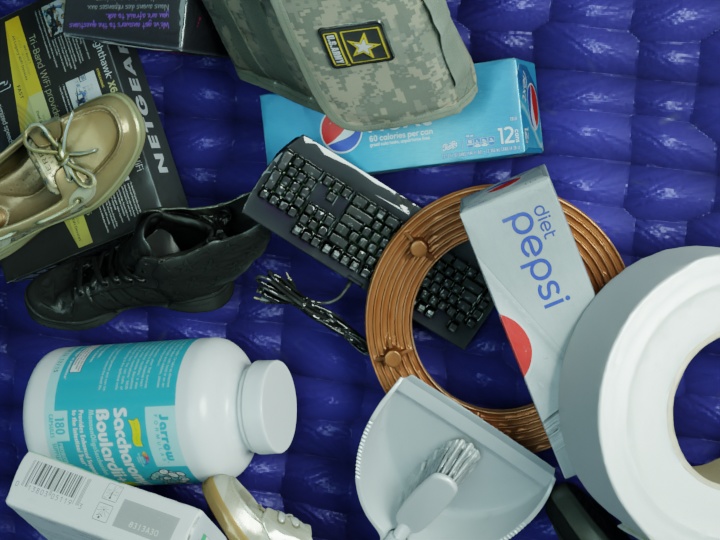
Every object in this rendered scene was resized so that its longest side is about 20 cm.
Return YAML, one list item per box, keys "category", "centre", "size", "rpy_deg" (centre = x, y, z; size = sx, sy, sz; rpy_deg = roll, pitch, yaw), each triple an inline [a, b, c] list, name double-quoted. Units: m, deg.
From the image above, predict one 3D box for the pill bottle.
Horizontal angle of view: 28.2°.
- category: "pill bottle"
  centre: [-0.152, 0.110, 1.112]
  size: [0.197, 0.111, 0.113]
  rpy_deg: [-5, 93, 20]

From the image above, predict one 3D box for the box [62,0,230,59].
- category: "box"
  centre: [-0.140, -0.265, 1.067]
  size: [0.105, 0.122, 0.203]
  rpy_deg: [10, 99, 19]

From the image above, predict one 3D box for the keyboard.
- category: "keyboard"
  centre: [0.000, 0.000, 1.052]
  size: [0.199, 0.021, 0.128]
  rpy_deg: [31, 109, -11]

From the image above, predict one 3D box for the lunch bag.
- category: "lunch bag"
  centre: [-0.019, -0.190, 0.967]
  size: [0.199, 0.165, 0.118]
  rpy_deg: [28, 67, 37]

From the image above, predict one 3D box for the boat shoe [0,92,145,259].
- category: "boat shoe"
  centre: [-0.250, -0.065, 1.099]
  size: [0.199, 0.063, 0.074]
  rpy_deg: [-36, 82, 18]

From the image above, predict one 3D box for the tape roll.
- category: "tape roll"
  centre: [0.233, 0.087, 0.941]
  size: [0.199, 0.071, 0.206]
  rpy_deg: [-1, 95, -15]

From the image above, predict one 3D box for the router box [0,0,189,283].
- category: "router box"
  centre: [-0.241, -0.111, 1.155]
  size: [0.155, 0.052, 0.203]
  rpy_deg: [-19, 88, 20]

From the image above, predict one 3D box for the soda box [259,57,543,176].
- category: "soda box"
  centre: [0.030, -0.108, 1.051]
  size: [0.197, 0.064, 0.069]
  rpy_deg: [-6, 93, 20]

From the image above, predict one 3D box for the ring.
- category: "ring"
  centre: [0.101, 0.039, 1.035]
  size: [0.197, 0.019, 0.204]
  rpy_deg: [1, 102, 3]

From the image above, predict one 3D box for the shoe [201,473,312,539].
- category: "shoe"
  centre: [-0.042, 0.220, 1.077]
  size: [0.053, 0.070, 0.200]
  rpy_deg: [-41, 103, -3]

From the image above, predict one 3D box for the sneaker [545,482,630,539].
- category: "sneaker"
  centre: [0.169, 0.257, 1.027]
  size: [0.113, 0.076, 0.201]
  rpy_deg: [-33, 89, 13]

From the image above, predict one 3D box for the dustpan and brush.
- category: "dustpan and brush"
  centre: [0.040, 0.183, 1.072]
  size: [0.139, 0.057, 0.201]
  rpy_deg: [33, 136, 0]

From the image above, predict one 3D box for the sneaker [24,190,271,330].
- category: "sneaker"
  centre: [-0.165, -0.010, 1.093]
  size: [0.197, 0.105, 0.061]
  rpy_deg: [-5, 58, -3]

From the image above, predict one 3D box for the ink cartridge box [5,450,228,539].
- category: "ink cartridge box"
  centre: [-0.160, 0.219, 1.100]
  size: [0.159, 0.201, 0.051]
  rpy_deg: [13, 65, 25]

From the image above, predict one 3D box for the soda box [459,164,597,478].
- category: "soda box"
  centre: [0.134, 0.035, 0.989]
  size: [0.067, 0.063, 0.202]
  rpy_deg: [-21, 100, 8]
